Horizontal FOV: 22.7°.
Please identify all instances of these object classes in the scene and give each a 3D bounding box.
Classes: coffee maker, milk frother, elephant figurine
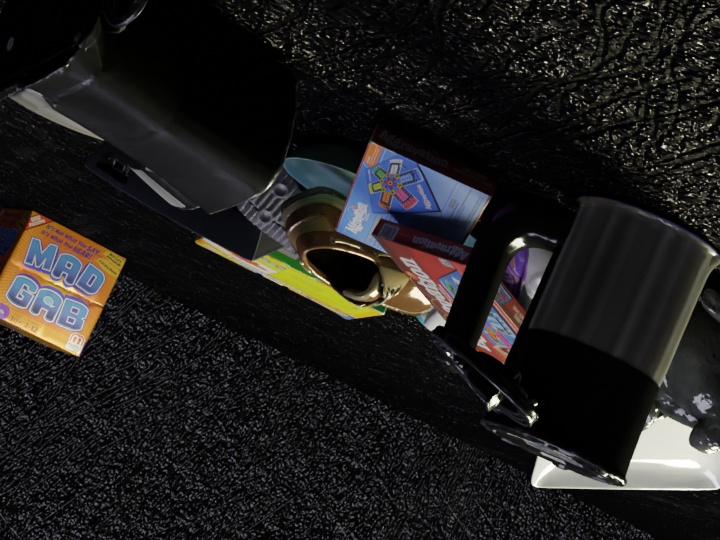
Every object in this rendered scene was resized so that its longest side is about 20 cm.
[{"bbox_3d":[-0.143,-0.132,1.298,0.200,0.135,0.192,30,169,-37],"label":"coffee maker"},{"bbox_3d":[0.152,0.035,1.292,0.180,0.188,0.200,24,171,1],"label":"milk frother"},{"bbox_3d":[0.242,0.085,1.499,0.200,0.156,0.141,6,-177,41],"label":"elephant figurine"}]

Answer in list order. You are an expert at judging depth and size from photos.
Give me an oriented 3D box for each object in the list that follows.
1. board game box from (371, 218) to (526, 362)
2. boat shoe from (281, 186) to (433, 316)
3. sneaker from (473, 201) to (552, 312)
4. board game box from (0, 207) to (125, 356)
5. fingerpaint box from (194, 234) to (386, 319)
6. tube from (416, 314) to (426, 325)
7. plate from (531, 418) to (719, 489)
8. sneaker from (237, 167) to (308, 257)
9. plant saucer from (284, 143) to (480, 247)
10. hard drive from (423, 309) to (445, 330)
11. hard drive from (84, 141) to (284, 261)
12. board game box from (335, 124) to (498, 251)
[{"bbox_3d":[0.094,0.027,1.506,0.103,0.019,0.200,20,161,40],"label":"board game box"},{"bbox_3d":[0.000,0.000,1.640,0.076,0.074,0.200,-31,138,27],"label":"boat shoe"},{"bbox_3d":[0.134,-0.016,1.506,0.083,0.081,0.200,41,167,9],"label":"sneaker"},{"bbox_3d":[-0.586,0.019,3.288,0.200,0.200,0.200,29,171,-25],"label":"board game box"},{"bbox_3d":[-0.066,-0.024,1.958,0.200,0.073,0.167,27,171,-10],"label":"fingerpaint box"},{"bbox_3d":[0.115,0.030,1.880,0.077,0.051,0.200,21,168,-17],"label":"tube"},{"bbox_3d":[0.273,0.161,1.766,0.199,0.032,0.200,0,148,0],"label":"plate"},{"bbox_3d":[-0.058,-0.066,1.716,0.200,0.070,0.082,44,-154,-20],"label":"sneaker"},{"bbox_3d":[0.026,-0.065,1.596,0.200,0.027,0.200,25,172,4],"label":"plant saucer"},{"bbox_3d":[0.150,0.048,1.795,0.132,0.026,0.200,23,160,-6],"label":"hard drive"},{"bbox_3d":[-0.158,-0.081,1.777,0.200,0.042,0.135,29,-158,15],"label":"hard drive"},{"bbox_3d":[0.042,-0.053,1.463,0.103,0.019,0.200,23,160,-1],"label":"board game box"}]
